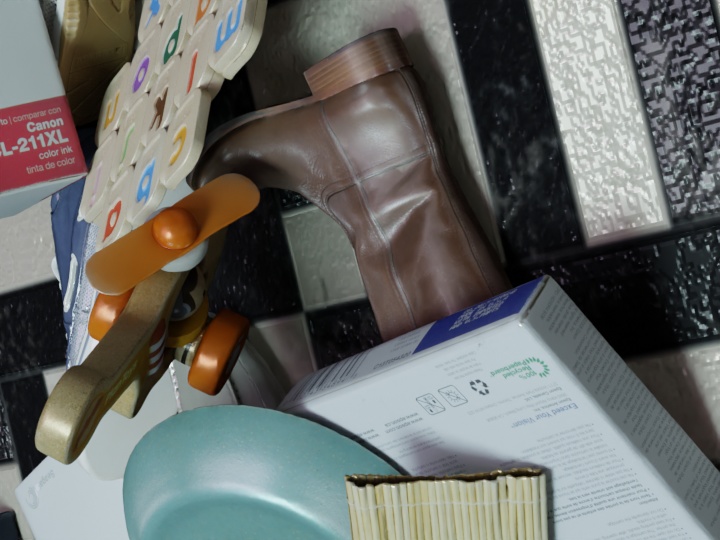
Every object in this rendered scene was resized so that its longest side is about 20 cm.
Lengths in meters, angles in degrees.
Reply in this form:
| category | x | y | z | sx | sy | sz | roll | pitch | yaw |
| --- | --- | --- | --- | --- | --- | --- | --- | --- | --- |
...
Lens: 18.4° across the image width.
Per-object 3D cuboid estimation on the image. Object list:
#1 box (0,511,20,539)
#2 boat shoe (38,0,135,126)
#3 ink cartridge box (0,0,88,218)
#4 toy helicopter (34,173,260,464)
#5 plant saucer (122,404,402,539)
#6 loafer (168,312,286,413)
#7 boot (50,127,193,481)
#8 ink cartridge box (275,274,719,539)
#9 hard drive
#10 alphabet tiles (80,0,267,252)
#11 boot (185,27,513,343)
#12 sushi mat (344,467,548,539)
| category | x | y | z | sx | sy | sz | roll | pitch | yaw |
| --- | --- | --- | --- | --- | --- | --- | --- | --- | --- |
| box | -0.310 | 0.286 | 1.479 | 0.117 | 0.196 | 0.201 | -23 | 83 | 48 |
| boat shoe | -0.163 | -0.181 | 1.282 | 0.069 | 0.071 | 0.201 | 42 | 130 | 30 |
| ink cartridge box | -0.243 | -0.130 | 1.294 | 0.146 | 0.082 | 0.201 | -17 | 88 | 62 |
| toy helicopter | -0.110 | 0.027 | 1.128 | 0.079 | 0.200 | 0.133 | 26 | 122 | 5 |
| plant saucer | -0.041 | 0.157 | 1.147 | 0.199 | 0.036 | 0.201 | 14 | 132 | 17 |
| loafer | -0.068 | 0.120 | 1.258 | 0.070 | 0.070 | 0.201 | -38 | 72 | 46 |
| boot | -0.150 | 0.018 | 1.333 | 0.090 | 0.072 | 0.201 | 32 | 115 | 47 |
| ink cartridge box | 0.082 | 0.109 | 1.085 | 0.200 | 0.043 | 0.196 | 48 | 141 | -15 |
| hard drive | -0.143 | 0.199 | 1.399 | 0.132 | 0.026 | 0.201 | -42 | 69 | 45 |
| alphabet tiles | -0.098 | -0.108 | 1.195 | 0.200 | 0.015 | 0.197 | -42 | 33 | 47 |
| boot | 0.000 | 0.000 | 1.164 | 0.186 | 0.064 | 0.201 | -31 | 81 | 50 |
| sushi mat | 0.047 | 0.171 | 1.095 | 0.012 | 0.095 | 0.201 | -91 | -4 | -51 |
